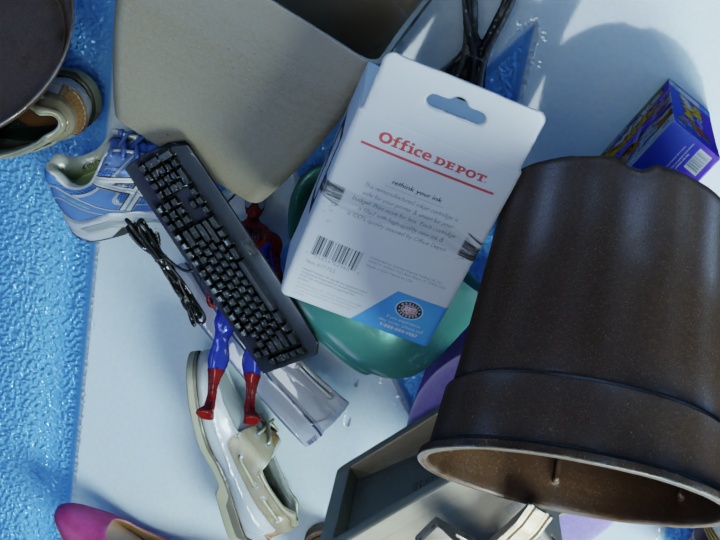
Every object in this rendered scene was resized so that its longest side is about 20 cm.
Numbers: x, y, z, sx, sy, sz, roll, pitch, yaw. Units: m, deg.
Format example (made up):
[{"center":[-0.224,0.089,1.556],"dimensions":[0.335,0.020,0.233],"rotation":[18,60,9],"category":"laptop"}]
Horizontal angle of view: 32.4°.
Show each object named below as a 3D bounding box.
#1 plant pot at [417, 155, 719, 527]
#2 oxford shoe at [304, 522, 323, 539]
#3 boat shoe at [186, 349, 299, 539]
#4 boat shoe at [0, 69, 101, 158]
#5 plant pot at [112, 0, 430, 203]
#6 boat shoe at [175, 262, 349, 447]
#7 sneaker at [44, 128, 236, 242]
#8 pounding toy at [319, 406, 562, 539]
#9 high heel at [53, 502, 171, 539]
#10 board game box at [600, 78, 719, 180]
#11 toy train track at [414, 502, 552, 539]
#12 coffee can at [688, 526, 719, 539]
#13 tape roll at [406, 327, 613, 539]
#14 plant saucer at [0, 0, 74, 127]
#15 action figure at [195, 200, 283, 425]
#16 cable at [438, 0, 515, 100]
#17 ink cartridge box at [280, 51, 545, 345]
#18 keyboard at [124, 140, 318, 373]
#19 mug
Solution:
[{"center":[0.153,0.045,0.801],"dimensions":[0.199,0.200,0.200],"rotation":[10,73,9],"category":"plant pot"},{"center":[-0.005,0.345,1.190],"dimensions":[0.071,0.071,0.201],"rotation":[-26,104,19],"category":"oxford shoe"},{"center":[-0.107,0.159,1.146],"dimensions":[0.068,0.075,0.201],"rotation":[-10,115,10],"category":"boat shoe"},{"center":[-0.329,-0.134,1.073],"dimensions":[0.198,0.068,0.075],"rotation":[-8,114,17],"category":"boat shoe"},{"center":[-0.080,-0.177,0.954],"dimensions":[0.199,0.200,0.178],"rotation":[31,126,0],"category":"plant pot"},{"center":[-0.090,0.063,1.111],"dimensions":[0.065,0.074,0.200],"rotation":[-40,92,-8],"category":"boat shoe"},{"center":[-0.179,-0.083,1.054],"dimensions":[0.199,0.076,0.077],"rotation":[-17,133,16],"category":"sneaker"},{"center":[0.058,0.213,0.987],"dimensions":[0.199,0.184,0.143],"rotation":[-32,100,13],"category":"pounding toy"},{"center":[-0.198,0.271,1.202],"dimensions":[0.200,0.067,0.096],"rotation":[40,124,-9],"category":"high heel"},{"center":[0.190,-0.045,0.962],"dimensions":[0.045,0.135,0.200],"rotation":[38,113,-4],"category":"board game box"},{"center":[0.123,0.233,0.874],"dimensions":[0.199,0.033,0.115],"rotation":[32,113,-23],"category":"toy train track"},{"center":[0.355,0.219,1.017],"dimensions":[0.145,0.146,0.201],"rotation":[21,113,4],"category":"coffee can"},{"center":[0.143,0.137,1.069],"dimensions":[0.198,0.085,0.202],"rotation":[4,112,11],"category":"tape roll"},{"center":[-0.326,-0.190,1.030],"dimensions":[0.199,0.035,0.202],"rotation":[-4,68,11],"category":"plant saucer"},{"center":[-0.100,0.027,1.058],"dimensions":[0.065,0.052,0.202],"rotation":[5,73,-2],"category":"action figure"},{"center":[0.084,-0.154,0.990],"dimensions":[0.097,0.050,0.201],"rotation":[31,115,-1],"category":"cable"},{"center":[0.033,-0.058,0.836],"dimensions":[0.115,0.068,0.201],"rotation":[20,125,-9],"category":"ink cartridge box"},{"center":[-0.123,-0.003,0.981],"dimensions":[0.127,0.021,0.201],"rotation":[-20,107,46],"category":"keyboard"},{"center":[0.008,0.008,1.016],"dimensions":[0.152,0.185,0.115],"rotation":[38,98,-24],"category":"mug"}]
